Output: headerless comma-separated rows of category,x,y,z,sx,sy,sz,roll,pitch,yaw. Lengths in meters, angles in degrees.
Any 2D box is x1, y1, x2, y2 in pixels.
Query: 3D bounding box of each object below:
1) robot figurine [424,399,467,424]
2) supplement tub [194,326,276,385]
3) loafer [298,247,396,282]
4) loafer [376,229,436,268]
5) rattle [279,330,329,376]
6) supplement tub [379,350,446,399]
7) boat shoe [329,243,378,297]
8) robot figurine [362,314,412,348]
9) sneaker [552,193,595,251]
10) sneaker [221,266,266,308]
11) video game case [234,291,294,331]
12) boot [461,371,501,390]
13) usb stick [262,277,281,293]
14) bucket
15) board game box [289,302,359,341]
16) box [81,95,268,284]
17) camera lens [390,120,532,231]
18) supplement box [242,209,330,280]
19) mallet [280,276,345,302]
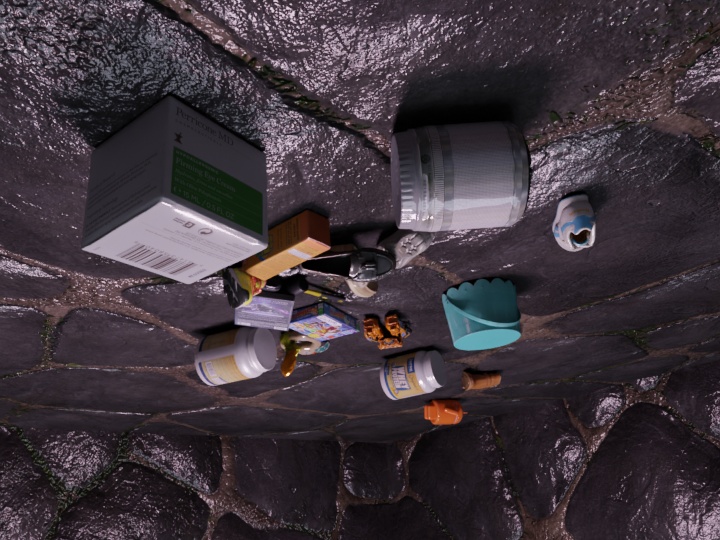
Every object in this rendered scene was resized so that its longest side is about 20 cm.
robot figurine,0.404,0.675,2.839,0.198,0.117,0.145,3,130,-18
supplement tub,-0.351,0.238,1.685,0.198,0.146,0.144,-14,155,20
loafer,-0.028,-0.008,1.208,0.197,0.073,0.063,1,-171,12
loafer,0.094,-0.054,1.219,0.070,0.070,0.200,-39,-172,-26
rattle,-0.160,0.263,1.796,0.129,0.144,0.200,-25,147,5
supplement tub,0.182,0.358,2.057,0.198,0.146,0.144,-19,152,28
boat shoe,0.000,0.000,1.321,0.064,0.073,0.200,-17,147,20
robot figurine,0.075,0.183,1.753,0.143,0.059,0.200,-9,155,10
sneaker,0.440,-0.076,1.225,0.076,0.082,0.200,-14,156,15
sneaker,-0.242,0.026,1.267,0.089,0.079,0.200,-4,-166,-17
video game case,-0.240,0.100,1.473,0.141,0.019,0.200,8,152,-7
boot,0.487,0.437,2.390,0.153,0.075,0.200,-6,168,5
usb stick,-0.239,0.067,1.464,0.055,0.033,0.200,6,154,-19
bucket,0.322,0.120,1.568,0.204,0.136,0.208,-6,156,-2
board game box,-0.107,0.147,1.664,0.134,0.035,0.200,-16,154,23
box,-0.272,-0.108,0.898,0.199,0.173,0.198,-22,151,31
camera lens,0.152,-0.143,0.918,0.197,0.162,0.160,-4,156,-2
supplement box,-0.151,-0.047,1.188,0.199,0.067,0.068,-25,149,36
mallet,-0.115,0.059,1.474,0.065,0.042,0.199,-18,157,28
